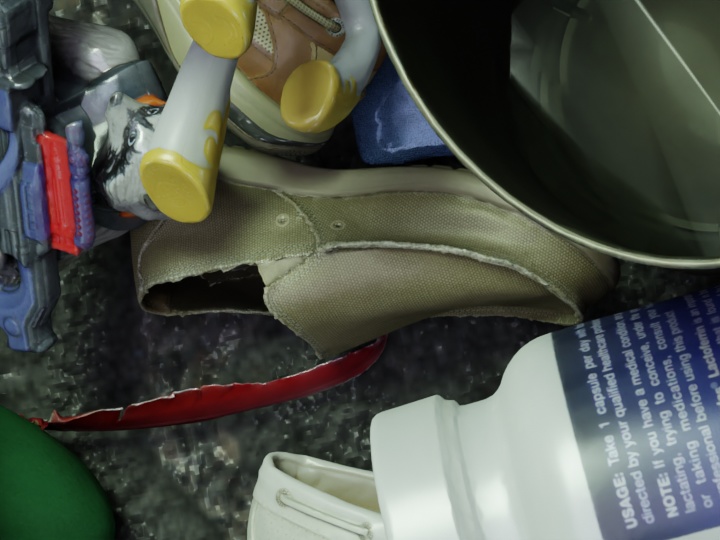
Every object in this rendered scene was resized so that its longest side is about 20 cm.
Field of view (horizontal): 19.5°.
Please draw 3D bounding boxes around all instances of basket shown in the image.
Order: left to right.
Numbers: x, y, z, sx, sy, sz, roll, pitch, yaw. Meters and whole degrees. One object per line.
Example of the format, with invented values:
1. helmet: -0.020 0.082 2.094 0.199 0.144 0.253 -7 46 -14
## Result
1. basket: 0.099 -0.067 0.646 0.136 0.200 0.181 -37 72 9

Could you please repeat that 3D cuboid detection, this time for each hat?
1. hat: -0.118 0.099 0.861 0.199 0.175 0.168 7 96 54

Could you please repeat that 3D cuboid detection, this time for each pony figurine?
1. pony figurine: -0.032 -0.146 0.655 0.165 0.201 0.194 1 137 28

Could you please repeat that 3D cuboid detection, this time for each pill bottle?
1. pill bottle: 0.110 0.065 0.660 0.198 0.116 0.117 -15 90 6

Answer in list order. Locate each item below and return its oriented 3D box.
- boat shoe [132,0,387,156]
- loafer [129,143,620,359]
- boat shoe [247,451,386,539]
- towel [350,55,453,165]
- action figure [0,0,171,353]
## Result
1. boat shoe: -0.063 -0.136 0.759 0.074 0.076 0.200 -41 94 26
2. loafer: 0.000 0.000 0.789 0.198 0.076 0.068 8 73 24
3. boat shoe: 0.050 0.105 0.794 0.198 0.071 0.071 8 99 21
4. towel: 0.039 -0.144 0.788 0.110 0.049 0.202 -5 92 15
5. action figure: -0.125 -0.086 0.769 0.193 0.104 0.201 35 136 29
